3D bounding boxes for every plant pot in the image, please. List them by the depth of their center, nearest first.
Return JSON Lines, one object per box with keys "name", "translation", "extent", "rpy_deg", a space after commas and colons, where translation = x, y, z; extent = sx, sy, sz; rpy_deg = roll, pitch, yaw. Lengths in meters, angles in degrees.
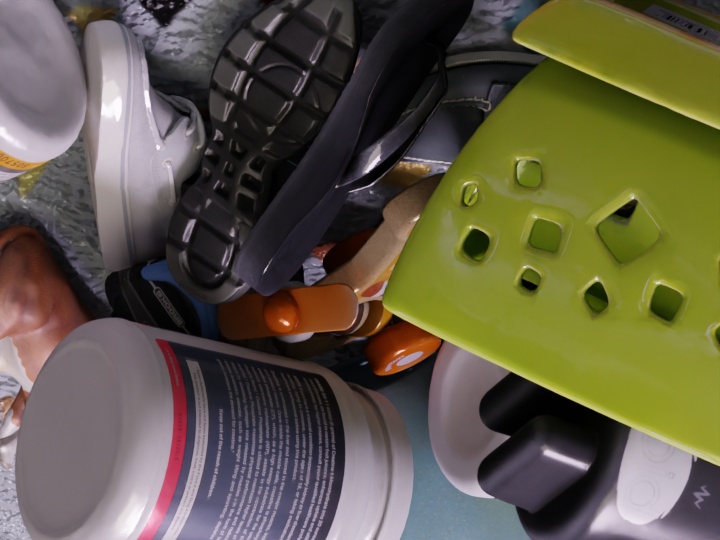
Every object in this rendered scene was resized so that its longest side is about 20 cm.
{"name": "plant pot", "translation": [0.148, -0.038, 1.212], "extent": [0.199, 0.199, 0.183], "rpy_deg": [23, 105, 11]}
{"name": "plant pot", "translation": [0.024, 0.126, 1.524], "extent": [0.199, 0.200, 0.136], "rpy_deg": [-14, 104, 19]}

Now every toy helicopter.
{"name": "toy helicopter", "translation": [0.000, 0.000, 1.366], "extent": [0.131, 0.079, 0.200], "rpy_deg": [-16, 161, -29]}

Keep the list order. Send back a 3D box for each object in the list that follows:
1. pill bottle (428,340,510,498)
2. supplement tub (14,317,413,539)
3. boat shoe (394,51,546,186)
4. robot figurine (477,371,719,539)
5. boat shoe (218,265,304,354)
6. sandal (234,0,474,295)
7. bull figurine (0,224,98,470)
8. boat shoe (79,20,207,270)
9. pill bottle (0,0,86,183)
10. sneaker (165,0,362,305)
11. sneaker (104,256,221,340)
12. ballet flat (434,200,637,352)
{"name": "pill bottle", "translation": [0.150, 0.086, 1.447], "extent": [0.199, 0.113, 0.113], "rpy_deg": [7, 144, -28]}
{"name": "supplement tub", "translation": [-0.083, 0.111, 1.370], "extent": [0.199, 0.141, 0.140], "rpy_deg": [15, 142, -36]}
{"name": "boat shoe", "translation": [0.098, -0.077, 1.338], "extent": [0.198, 0.062, 0.073], "rpy_deg": [-2, 144, 7]}
{"name": "robot figurine", "translation": [0.162, 0.110, 1.320], "extent": [0.199, 0.151, 0.125], "rpy_deg": [19, -178, -22]}
{"name": "boat shoe", "translation": [-0.065, 0.055, 1.512], "extent": [0.064, 0.072, 0.201], "rpy_deg": [-24, 149, -20]}
{"name": "sandal", "translation": [0.006, -0.068, 1.295], "extent": [0.043, 0.076, 0.201], "rpy_deg": [36, 101, 15]}
{"name": "bull figurine", "translation": [-0.199, 0.059, 1.506], "extent": [0.065, 0.121, 0.201], "rpy_deg": [30, 157, 48]}
{"name": "boat shoe", "translation": [-0.120, -0.069, 1.360], "extent": [0.068, 0.072, 0.201], "rpy_deg": [-9, 140, -9]}
{"name": "pill bottle", "translation": [-0.257, -0.083, 1.307], "extent": [0.199, 0.117, 0.116], "rpy_deg": [-22, 136, 27]}
{"name": "sneaker", "translation": [-0.049, -0.077, 1.342], "extent": [0.075, 0.079, 0.201], "rpy_deg": [34, 118, 12]}
{"name": "sneaker", "translation": [-0.135, 0.064, 1.456], "extent": [0.082, 0.071, 0.200], "rpy_deg": [-5, 138, -16]}
{"name": "ballet flat", "translation": [0.109, -0.010, 1.426], "extent": [0.066, 0.057, 0.200], "rpy_deg": [29, 135, -27]}
